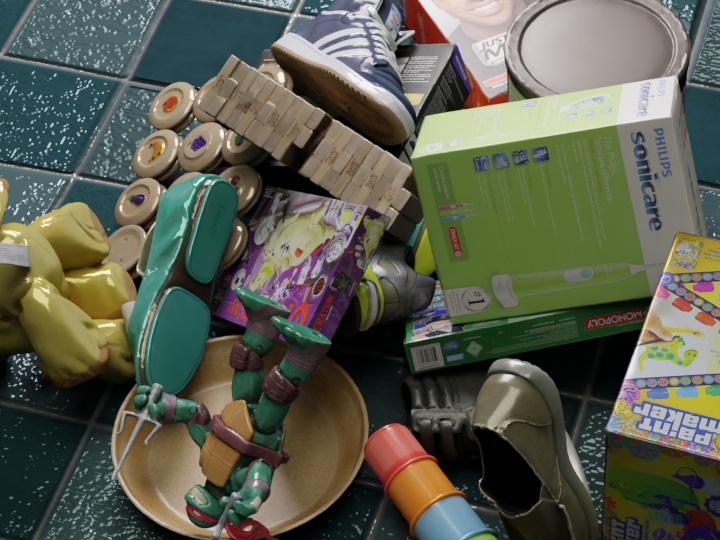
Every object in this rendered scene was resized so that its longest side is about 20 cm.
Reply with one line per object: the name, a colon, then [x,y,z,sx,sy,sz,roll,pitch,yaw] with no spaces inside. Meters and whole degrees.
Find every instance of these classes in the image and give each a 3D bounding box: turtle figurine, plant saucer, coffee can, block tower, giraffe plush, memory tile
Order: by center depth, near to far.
turtle figurine: [-0.099,0.121,1.591,0.150,0.101,0.200,30,96,34]
plant saucer: [-0.092,0.137,1.687,0.200,0.035,0.200,-3,49,3]
giraffe plush: [-0.292,0.039,1.729,0.162,0.200,0.173,-30,59,22]
block tower: [-0.034,-0.099,1.748,0.200,0.058,0.054,34,90,21]
coffee can: [0.192,-0.111,1.773,0.146,0.200,0.146,-2,49,3]
memory tile: [-0.141,-0.083,1.834,0.153,0.017,0.200,-6,58,35]

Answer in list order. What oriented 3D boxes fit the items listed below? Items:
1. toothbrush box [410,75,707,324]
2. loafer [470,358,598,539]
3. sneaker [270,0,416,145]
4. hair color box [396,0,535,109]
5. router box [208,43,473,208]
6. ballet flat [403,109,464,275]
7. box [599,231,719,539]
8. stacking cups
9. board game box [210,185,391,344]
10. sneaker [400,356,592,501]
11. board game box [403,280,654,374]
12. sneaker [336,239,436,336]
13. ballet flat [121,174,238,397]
toothbrush box: [0.153,-0.052,1.644,0.200,0.146,0.086,-8,25,16]
loafer: [0.114,0.156,1.547,0.075,0.200,0.070,8,41,37]
sneaker: [0.014,-0.179,1.808,0.108,0.070,0.200,-38,37,-12]
hair color box: [0.116,-0.212,1.963,0.101,0.061,0.200,-22,50,-13]
router box: [-0.023,-0.124,1.865,0.200,0.052,0.157,2,46,31]
ballet flat: [0.079,-0.061,1.835,0.067,0.067,0.200,20,48,-6]
box: [0.255,0.117,1.566,0.122,0.200,0.193,14,52,15]
stacking cups: [0.072,0.192,1.595,0.060,0.061,0.200,-24,57,-16]
board game box: [-0.053,-0.003,1.706,0.200,0.032,0.120,14,80,64]
sneaker: [0.098,0.136,1.652,0.099,0.071,0.200,-21,44,-14]
board game box: [0.135,0.027,1.712,0.200,0.029,0.135,-11,17,6]
sneaker: [0.000,0.000,1.755,0.081,0.074,0.200,-4,23,-17]
ballet flat: [-0.152,0.016,1.728,0.070,0.067,0.200,-6,59,41]
